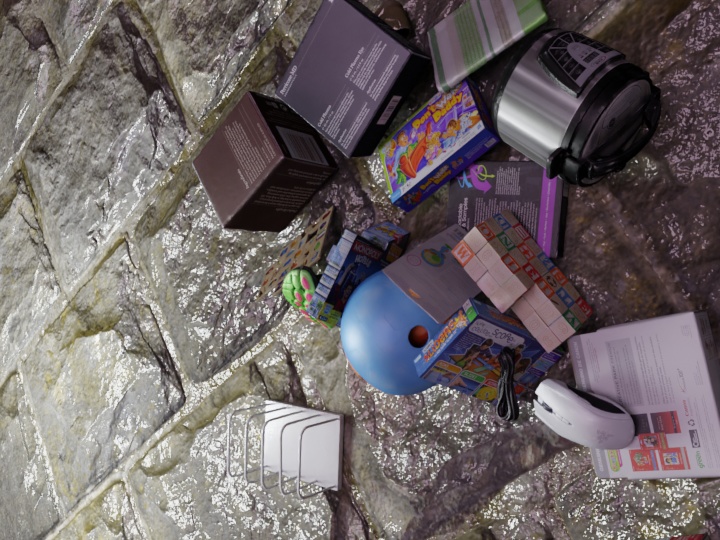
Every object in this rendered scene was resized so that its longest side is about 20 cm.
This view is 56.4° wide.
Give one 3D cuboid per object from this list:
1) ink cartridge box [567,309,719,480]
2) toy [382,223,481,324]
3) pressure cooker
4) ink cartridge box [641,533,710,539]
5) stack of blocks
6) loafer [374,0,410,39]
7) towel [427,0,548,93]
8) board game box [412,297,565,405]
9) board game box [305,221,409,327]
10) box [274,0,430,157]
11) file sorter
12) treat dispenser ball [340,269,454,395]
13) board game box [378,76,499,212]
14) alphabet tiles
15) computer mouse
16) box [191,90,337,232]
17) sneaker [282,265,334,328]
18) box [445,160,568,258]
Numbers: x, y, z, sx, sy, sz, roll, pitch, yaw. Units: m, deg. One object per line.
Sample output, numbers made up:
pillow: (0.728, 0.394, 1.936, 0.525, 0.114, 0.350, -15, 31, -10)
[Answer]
ink cartridge box: (0.392, 0.169, 0.907, 0.173, 0.083, 0.206, -15, 80, 38)
toy: (0.128, 0.010, 1.012, 0.115, 0.199, 0.048, 41, 138, 19)
pressure cooker: (0.304, -0.218, 0.925, 0.200, 0.176, 0.178, 43, 117, 32)
ink cartridge box: (0.384, 0.450, 0.908, 0.197, 0.082, 0.149, -22, 77, 34)
stack of blocks: (0.237, 0.016, 0.978, 0.201, 0.114, 0.059, 52, 129, 11)
loafer: (0.017, -0.385, 1.204, 0.201, 0.075, 0.068, -52, 55, 24)
towel: (0.199, -0.385, 1.071, 0.198, 0.030, 0.152, -28, 51, 31)
board game box: (0.192, 0.128, 0.991, 0.136, 0.197, 0.035, -50, 36, 23)
board game box: (0.000, 0.000, 1.164, 0.061, 0.199, 0.204, 26, 90, 32)
box: (-0.015, -0.328, 1.134, 0.181, 0.104, 0.202, 41, 114, 12)
file sorter: (-0.145, 0.341, 1.283, 0.196, 0.123, 0.143, 2, 91, 36)
treat dispenser ball: (0.065, 0.097, 1.081, 0.197, 0.199, 0.207, -1, 89, 36)
board game box: (0.123, -0.211, 1.114, 0.199, 0.044, 0.137, -37, 48, 30)
alphabet tiles: (-0.128, -0.021, 1.278, 0.199, 0.008, 0.169, -38, 24, 31)
computer mouse: (0.269, 0.186, 0.912, 0.197, 0.043, 0.112, 19, 117, 35)
box: (-0.186, -0.202, 1.297, 0.200, 0.164, 0.166, -42, 67, 27)
sneaker: (-0.082, 0.034, 1.207, 0.075, 0.201, 0.085, 17, 71, 18)
box: (0.228, -0.100, 1.066, 0.196, 0.036, 0.147, 7, 94, 35)
